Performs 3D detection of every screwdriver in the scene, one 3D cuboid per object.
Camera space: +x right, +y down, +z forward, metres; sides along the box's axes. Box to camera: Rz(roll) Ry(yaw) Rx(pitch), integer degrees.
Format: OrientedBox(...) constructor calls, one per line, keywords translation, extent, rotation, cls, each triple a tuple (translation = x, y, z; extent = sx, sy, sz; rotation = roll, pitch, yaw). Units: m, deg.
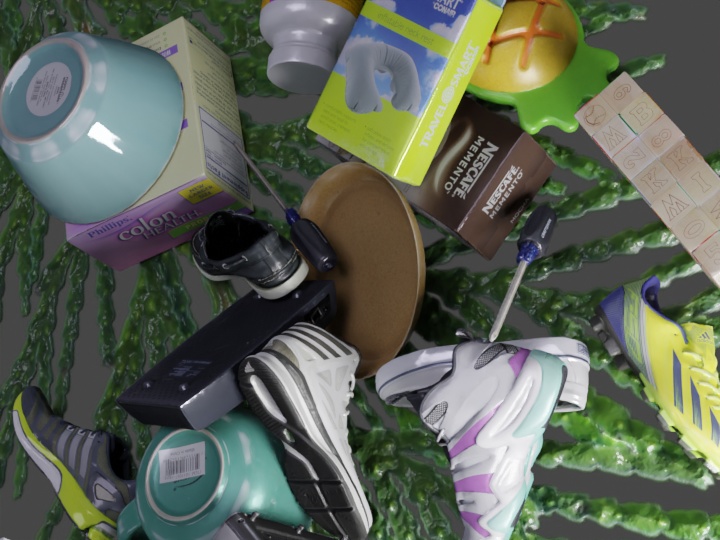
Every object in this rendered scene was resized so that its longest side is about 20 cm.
OrientedBox(translation=(-0.074, -0.067, 1.499), extent=(0.200, 0.029, 0.028), rotation=(56, 142, 40), cls="screwdriver")
OrientedBox(translation=(0.136, -0.001, 1.331), extent=(0.028, 0.029, 0.200), rotation=(-4, 26, 24), cls="screwdriver")

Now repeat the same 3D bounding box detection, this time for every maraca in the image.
OrientedBox(translation=(0.148, -0.205, 1.441), extent=(0.137, 0.107, 0.200), rotation=(-39, 63, -9), cls="maraca")

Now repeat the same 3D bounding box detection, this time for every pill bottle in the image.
OrientedBox(translation=(-0.047, -0.287, 1.589), extent=(0.104, 0.104, 0.202), rotation=(-4, 68, 28), cls="pill bottle")

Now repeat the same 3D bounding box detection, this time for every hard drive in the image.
OrientedBox(translation=(-0.119, 0.078, 1.436), extent=(0.200, 0.043, 0.134), rotation=(-40, 22, -31), cls="hard drive")

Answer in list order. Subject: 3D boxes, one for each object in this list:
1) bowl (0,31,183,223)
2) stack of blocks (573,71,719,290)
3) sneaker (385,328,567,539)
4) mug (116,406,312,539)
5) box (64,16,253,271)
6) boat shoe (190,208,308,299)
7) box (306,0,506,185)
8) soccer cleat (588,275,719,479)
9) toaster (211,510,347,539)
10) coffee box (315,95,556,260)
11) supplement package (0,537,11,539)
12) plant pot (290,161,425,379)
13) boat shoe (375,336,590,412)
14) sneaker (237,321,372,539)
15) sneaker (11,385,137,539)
OrientedBox(translation=(-0.289, -0.158, 1.559), extent=(0.199, 0.105, 0.202), rotation=(-12, 65, 27), cls="bowl")
OrientedBox(translation=(0.273, -0.062, 1.302), extent=(0.058, 0.115, 0.200), rotation=(-40, 56, 9), cls="stack of blocks")
OrientedBox(translation=(0.081, 0.145, 1.308), extent=(0.139, 0.078, 0.202), rotation=(20, 99, 12), cls="sneaker")
OrientedBox(translation=(-0.140, 0.213, 1.427), extent=(0.152, 0.114, 0.186), rotation=(34, 89, 35), cls="mug")
OrientedBox(translation=(-0.220, -0.131, 1.630), extent=(0.175, 0.097, 0.201), rotation=(-23, 59, 21), cls="box")
OrientedBox(translation=(-0.123, -0.027, 1.511), extent=(0.074, 0.066, 0.199), rotation=(-41, 29, -11), cls="boat shoe")
OrientedBox(translation=(0.044, -0.193, 1.412), extent=(0.122, 0.048, 0.201), rotation=(32, 100, 36), cls="box")
OrientedBox(translation=(0.268, 0.085, 1.276), extent=(0.083, 0.065, 0.201), rotation=(-36, 57, 4), cls="soccer cleat")
OrientedBox(translation=(-0.035, 0.311, 1.289), extent=(0.119, 0.180, 0.200), rotation=(-52, 55, 8), cls="toaster")
OrientedBox(translation=(0.069, -0.112, 1.462), extent=(0.200, 0.080, 0.113), rotation=(35, 89, 36), cls="coffee box")
OrientedBox(translation=(-0.300, 0.336, 1.415), extent=(0.116, 0.200, 0.118), rotation=(-26, 59, 19), cls="supplement package")
OrientedBox(translation=(0.000, 0.000, 1.443), extent=(0.199, 0.027, 0.202), rotation=(2, 93, 52), cls="plant pot")
OrientedBox(translation=(0.103, 0.104, 1.357), extent=(0.199, 0.074, 0.066), rotation=(-12, 60, 27), cls="boat shoe")
OrientedBox(translation=(-0.019, 0.136, 1.390), extent=(0.075, 0.202, 0.115), rotation=(-8, 24, 47), cls="sneaker")
OrientedBox(translation=(-0.278, 0.184, 1.556), extent=(0.081, 0.074, 0.200), rotation=(-41, 61, -2), cls="sneaker")
